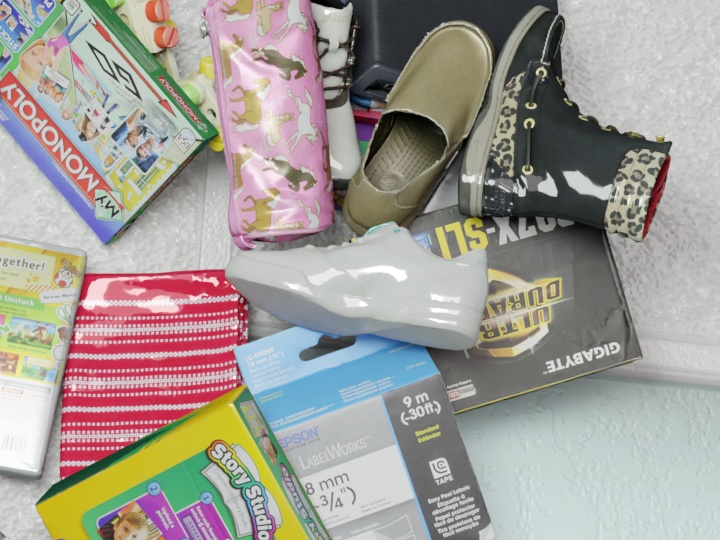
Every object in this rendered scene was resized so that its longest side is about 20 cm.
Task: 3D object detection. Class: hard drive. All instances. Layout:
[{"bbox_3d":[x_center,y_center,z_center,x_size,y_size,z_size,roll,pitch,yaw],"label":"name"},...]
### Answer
[{"bbox_3d":[0.081,-0.197,1.839,0.199,0.042,0.136,7,73,-28],"label":"hard drive"}]

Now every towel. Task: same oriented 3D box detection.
[{"bbox_3d":[-0.159,0.093,1.714,0.144,0.023,0.201,-1,66,-2],"label":"towel"}]

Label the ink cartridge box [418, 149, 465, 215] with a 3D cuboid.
[{"bbox_3d":[0.091,-0.024,1.807,0.099,0.039,0.200,34,82,-2],"label":"ink cartridge box"}]

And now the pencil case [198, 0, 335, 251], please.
[{"bbox_3d":[-0.070,-0.118,1.694,0.086,0.083,0.201,-6,95,17],"label":"pencil case"}]

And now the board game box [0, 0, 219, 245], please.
[{"bbox_3d":[-0.220,-0.138,1.739,0.200,0.135,0.029,49,29,4],"label":"board game box"}]

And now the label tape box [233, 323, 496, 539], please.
[{"bbox_3d":[0.001,0.131,1.688,0.144,0.063,0.201,-19,91,-5],"label":"label tape box"}]

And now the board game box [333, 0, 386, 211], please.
[{"bbox_3d":[-0.004,-0.147,1.831,0.200,0.039,0.158,-38,85,-19],"label":"board game box"}]

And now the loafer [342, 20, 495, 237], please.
[{"bbox_3d":[0.052,-0.114,1.732,0.076,0.067,0.201,25,70,1],"label":"loafer"}]

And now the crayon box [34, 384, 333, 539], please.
[{"bbox_3d":[-0.113,0.213,1.633,0.172,0.058,0.201,-27,96,11],"label":"crayon box"}]

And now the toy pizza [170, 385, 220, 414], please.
[{"bbox_3d":[-0.102,0.164,1.725,0.199,0.032,0.201,3,73,-11],"label":"toy pizza"}]

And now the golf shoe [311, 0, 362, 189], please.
[{"bbox_3d":[-0.038,-0.161,1.751,0.078,0.094,0.201,-12,75,-39],"label":"golf shoe"}]

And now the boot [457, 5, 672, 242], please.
[{"bbox_3d":[0.172,-0.111,1.737,0.153,0.074,0.204,13,56,15],"label":"boot"}]

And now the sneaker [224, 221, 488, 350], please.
[{"bbox_3d":[0.000,0.000,1.682,0.199,0.075,0.089,11,71,8],"label":"sneaker"}]

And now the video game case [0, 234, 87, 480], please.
[{"bbox_3d":[-0.324,0.054,1.702,0.199,0.023,0.183,11,72,-3],"label":"video game case"}]

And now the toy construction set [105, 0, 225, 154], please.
[{"bbox_3d":[-0.150,-0.191,1.759,0.092,0.131,0.201,-10,99,-49],"label":"toy construction set"}]

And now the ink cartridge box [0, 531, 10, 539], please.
[{"bbox_3d":[-0.320,0.244,1.625,0.200,0.086,0.147,40,70,-1],"label":"ink cartridge box"}]

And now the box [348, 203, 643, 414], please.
[{"bbox_3d":[0.105,0.023,1.761,0.199,0.049,0.160,-15,84,-6],"label":"box"}]
